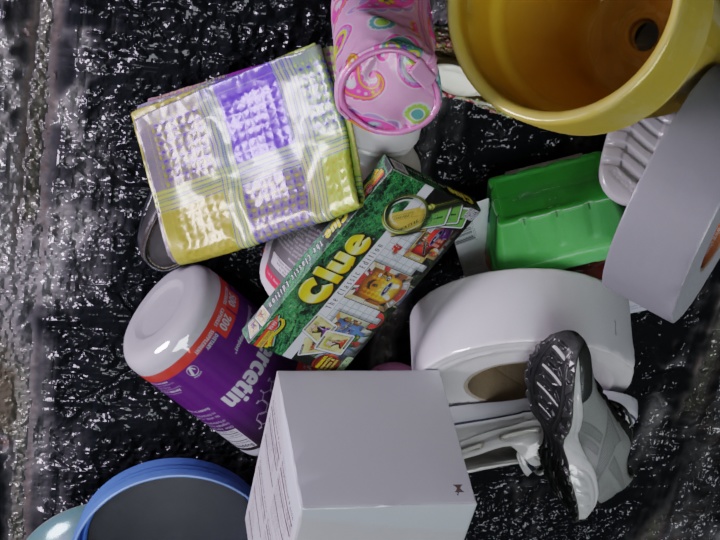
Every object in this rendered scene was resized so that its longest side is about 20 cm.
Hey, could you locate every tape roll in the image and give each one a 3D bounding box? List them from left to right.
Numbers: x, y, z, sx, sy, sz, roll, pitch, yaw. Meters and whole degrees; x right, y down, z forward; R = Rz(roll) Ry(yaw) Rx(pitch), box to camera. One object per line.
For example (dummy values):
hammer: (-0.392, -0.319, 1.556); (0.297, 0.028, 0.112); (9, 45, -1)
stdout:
tape roll: (0.145, 0.071, 1.477); (0.201, 0.071, 0.203); (-1, 154, 0)
tape roll: (0.270, -0.061, 1.316); (0.066, 0.200, 0.201); (28, 120, 17)

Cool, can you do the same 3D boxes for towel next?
towel: (-0.094, -0.092, 1.337); (0.199, 0.023, 0.145); (-14, 86, 29)

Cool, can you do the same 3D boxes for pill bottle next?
pill bottle: (-0.109, 0.091, 1.478); (0.112, 0.113, 0.200); (-41, 119, 16)
pill bottle: (-0.012, -0.062, 1.388); (0.110, 0.111, 0.201); (8, 127, -14)

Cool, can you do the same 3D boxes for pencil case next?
pencil case: (0.020, -0.191, 1.273); (0.087, 0.201, 0.088); (0, 130, 0)

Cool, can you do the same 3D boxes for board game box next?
board game box: (0.000, 0.000, 1.355); (0.104, 0.024, 0.200); (23, 118, -35)

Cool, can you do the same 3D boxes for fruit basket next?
fruit basket: (0.184, -0.015, 1.490); (0.184, 0.094, 0.200); (-14, 143, 7)

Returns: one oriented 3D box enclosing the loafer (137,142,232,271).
loafer: (-0.125, -0.070, 1.399); (0.072, 0.072, 0.200); (27, 114, -25)

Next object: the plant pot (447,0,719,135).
plant pot: (0.196, -0.199, 1.290); (0.201, 0.201, 0.188); (-47, 154, 19)

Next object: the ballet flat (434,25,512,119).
ballet flat: (0.114, -0.160, 1.388); (0.198, 0.064, 0.076); (7, 118, -14)

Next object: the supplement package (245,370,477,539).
supplement package: (-0.006, 0.208, 1.421); (0.151, 0.151, 0.201); (1, 133, -14)

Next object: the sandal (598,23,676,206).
sandal: (0.258, -0.148, 1.401); (0.082, 0.050, 0.204); (28, 85, 13)

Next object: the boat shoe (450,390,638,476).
boat shoe: (0.154, 0.153, 1.488); (0.198, 0.066, 0.072); (-6, 154, 11)

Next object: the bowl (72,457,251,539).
bowl: (-0.181, 0.267, 1.590); (0.199, 0.039, 0.202); (-4, 121, -7)

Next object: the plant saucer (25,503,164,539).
plant saucer: (-0.250, 0.318, 1.649); (0.198, 0.027, 0.201); (-5, 123, -7)

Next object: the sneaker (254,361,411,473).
sneaker: (-0.019, 0.172, 1.556); (0.200, 0.096, 0.079); (-37, 122, 15)

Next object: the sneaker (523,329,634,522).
sneaker: (0.192, 0.124, 1.404); (0.079, 0.074, 0.201); (-24, 131, -12)
